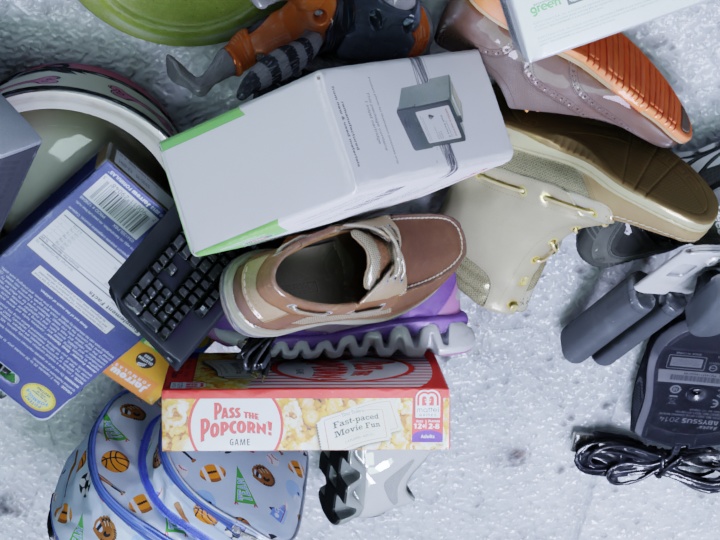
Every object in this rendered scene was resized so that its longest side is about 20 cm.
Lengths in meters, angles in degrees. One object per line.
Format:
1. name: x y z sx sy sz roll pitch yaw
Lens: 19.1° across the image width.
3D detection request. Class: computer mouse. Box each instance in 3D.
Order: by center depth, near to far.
1. computer mouse: 0.252 0.091 1.686 0.137 0.053 0.201 9 134 -6

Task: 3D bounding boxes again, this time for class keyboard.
1. keyboard: -0.081 -0.005 1.485 0.127 0.200 0.021 47 141 -12

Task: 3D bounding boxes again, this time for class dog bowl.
1. dog bowl: -0.209 -0.060 1.540 0.198 0.074 0.201 0 123 0

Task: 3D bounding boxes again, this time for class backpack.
1. backpack: -0.138 0.183 1.654 0.189 0.200 0.155 24 116 -11

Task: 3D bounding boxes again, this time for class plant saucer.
1. plant saucer: -0.120 -0.234 1.454 0.198 0.031 0.201 -1 125 -1

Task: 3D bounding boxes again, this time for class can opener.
1. can opener: 0.216 0.037 1.583 0.053 0.067 0.200 5 154 -25

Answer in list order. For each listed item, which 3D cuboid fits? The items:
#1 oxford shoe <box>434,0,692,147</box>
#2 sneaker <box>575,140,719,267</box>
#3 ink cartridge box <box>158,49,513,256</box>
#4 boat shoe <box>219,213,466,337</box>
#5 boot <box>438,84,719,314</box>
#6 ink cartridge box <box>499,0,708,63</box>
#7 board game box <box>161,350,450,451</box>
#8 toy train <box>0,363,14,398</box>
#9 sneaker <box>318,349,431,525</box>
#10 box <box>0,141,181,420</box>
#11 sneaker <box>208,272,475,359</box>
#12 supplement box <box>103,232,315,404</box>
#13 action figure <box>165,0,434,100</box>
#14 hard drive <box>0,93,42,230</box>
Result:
1. oxford shoe: 0.144 -0.139 1.512 0.199 0.071 0.073 33 122 -11
2. sneaker: 0.248 -0.047 1.561 0.199 0.091 0.067 -26 121 15
3. ink cartridge box: -0.013 -0.080 1.437 0.145 0.199 0.085 -21 87 35
4. boat shoe: 0.000 0.000 1.473 0.072 0.199 0.076 -24 86 55
5. boot: 0.148 -0.031 1.556 0.199 0.073 0.156 23 125 10
6. ink cartridge box: 0.171 -0.254 1.394 0.199 0.084 0.177 -18 105 2
7. board game box: -0.040 0.092 1.530 0.198 0.152 0.047 0 98 -3
8. toy train: -0.333 0.027 1.623 0.056 0.042 0.200 -44 116 13
9. sneaker: 0.023 0.105 1.680 0.088 0.074 0.201 -5 125 -21
10. box: -0.202 0.012 1.523 0.200 0.032 0.121 -39 115 21
11. sneaker: -0.015 0.019 1.558 0.198 0.080 0.089 -2 96 -12
12. supplement box: -0.118 0.008 1.600 0.066 0.069 0.200 34 119 -21
13. action figure: -0.032 -0.147 1.457 0.192 0.105 0.201 -10 142 -35
14. hard drive: -0.317 -0.100 1.467 0.200 0.042 0.135 41 122 16
